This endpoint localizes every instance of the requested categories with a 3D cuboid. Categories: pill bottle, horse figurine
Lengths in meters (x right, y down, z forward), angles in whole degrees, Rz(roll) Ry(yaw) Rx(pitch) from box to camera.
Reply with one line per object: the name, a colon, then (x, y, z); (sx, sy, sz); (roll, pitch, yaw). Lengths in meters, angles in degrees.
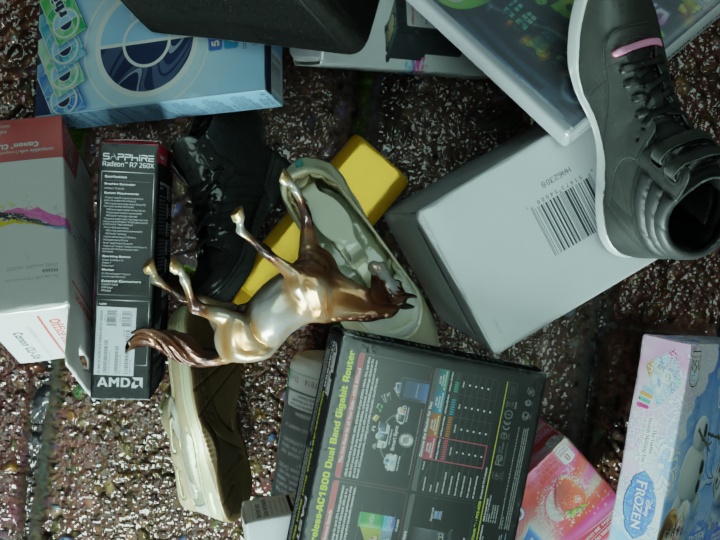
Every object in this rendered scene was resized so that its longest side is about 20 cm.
pill bottle: (-0.018, 0.176, 0.763); (0.112, 0.113, 0.201); (9, 91, -5)
horse figurine: (-0.076, 0.019, 0.662); (0.200, 0.050, 0.133); (-32, 114, 15)

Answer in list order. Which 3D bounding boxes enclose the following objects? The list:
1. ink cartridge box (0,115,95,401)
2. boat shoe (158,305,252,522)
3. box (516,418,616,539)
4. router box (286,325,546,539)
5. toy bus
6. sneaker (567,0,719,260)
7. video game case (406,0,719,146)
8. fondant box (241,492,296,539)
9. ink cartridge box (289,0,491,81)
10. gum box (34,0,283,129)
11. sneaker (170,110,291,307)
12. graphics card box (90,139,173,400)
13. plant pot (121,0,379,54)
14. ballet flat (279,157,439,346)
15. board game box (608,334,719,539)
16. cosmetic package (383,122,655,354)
ink cartridge box: (-0.249, -0.004, 0.696); (0.067, 0.117, 0.201); (-7, 68, -7)
boat shoe: (-0.142, 0.121, 0.759); (0.065, 0.072, 0.201); (2, 111, 24)
box: (0.124, 0.235, 0.785); (0.200, 0.103, 0.095); (-44, 97, -3)
router box: (0.034, 0.151, 0.626); (0.149, 0.062, 0.201); (12, 88, -11)
toy bus: (-0.047, -0.019, 0.768); (0.065, 0.078, 0.200); (40, 89, -5)
sneaker: (0.188, -0.097, 0.556); (0.070, 0.099, 0.201); (-16, 107, -15)
video game case: (0.144, -0.213, 0.645); (0.182, 0.023, 0.200); (-40, 72, -8)
fondant box: (0.016, 0.238, 0.687); (0.199, 0.058, 0.145); (-7, 94, -9)
ink cartridge box: (0.051, -0.234, 0.730); (0.199, 0.083, 0.147); (-1, 104, -20)
gum box: (-0.162, -0.209, 0.720); (0.199, 0.045, 0.171); (-4, 81, 14)
sneaker: (-0.122, -0.070, 0.738); (0.104, 0.060, 0.200); (40, 53, -28)
graphics card box: (-0.185, -0.002, 0.733); (0.051, 0.125, 0.201); (1, 93, -8)
plant pot: (-0.091, -0.277, 0.579); (0.199, 0.177, 0.201); (14, 85, 26)
ballet flat: (0.000, 0.000, 0.697); (0.069, 0.069, 0.200); (-34, 92, -2)
board game box: (0.276, 0.156, 0.758); (0.043, 0.200, 0.200); (10, 92, 37)
cosmetic package: (0.141, -0.045, 0.722); (0.199, 0.200, 0.123); (-30, 97, -3)
